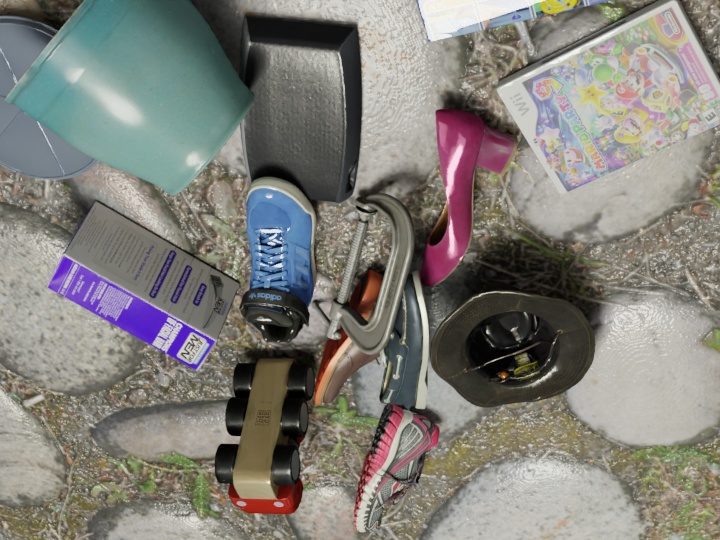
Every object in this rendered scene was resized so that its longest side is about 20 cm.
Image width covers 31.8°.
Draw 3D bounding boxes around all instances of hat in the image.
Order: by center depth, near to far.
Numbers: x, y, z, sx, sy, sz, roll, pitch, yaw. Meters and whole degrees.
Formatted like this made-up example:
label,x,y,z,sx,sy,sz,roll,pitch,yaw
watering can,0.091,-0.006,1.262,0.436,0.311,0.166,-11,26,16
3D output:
label,x,y,z,sx,sy,sz,roll,pitch,yaw
hat,0.168,0.065,1.423,0.197,0.082,0.202,-2,137,-2

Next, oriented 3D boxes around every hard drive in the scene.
label,x,y,z,sx,sy,sz,roll,pitch,yaw
hard drive,-0.066,-0.163,1.335,0.132,0.043,0.202,7,127,7

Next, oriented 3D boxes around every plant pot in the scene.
label,x,y,z,sx,sy,sz,roll,pitch,yaw
plant pot,-0.215,-0.183,1.251,0.188,0.201,0.199,41,124,-16

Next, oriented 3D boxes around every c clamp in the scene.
label,x,y,z,sx,sy,sz,roll,pitch,yaw
c clamp,0.000,0.000,1.398,0.027,0.171,0.202,4,119,-29

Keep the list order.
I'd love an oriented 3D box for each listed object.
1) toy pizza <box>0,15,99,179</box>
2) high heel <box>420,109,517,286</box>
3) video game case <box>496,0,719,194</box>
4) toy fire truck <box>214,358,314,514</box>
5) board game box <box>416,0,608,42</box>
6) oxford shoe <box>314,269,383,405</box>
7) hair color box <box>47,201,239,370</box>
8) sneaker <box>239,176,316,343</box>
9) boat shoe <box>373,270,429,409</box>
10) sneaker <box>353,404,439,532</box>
label,x,y,z,sx,sy,sz,roll,pitch,yaw
toy pizza,-0.360,-0.190,1.388,0.197,0.032,0.203,7,128,9
high heel,0.084,-0.075,1.345,0.095,0.068,0.201,19,123,-15
video game case,0.256,-0.172,1.273,0.198,0.018,0.144,-24,118,27
toy fire truck,-0.114,0.230,1.564,0.126,0.178,0.201,-2,140,13
board game box,0.141,-0.303,1.191,0.197,0.035,0.137,-9,123,18
oxford shoe,0.001,0.093,1.493,0.072,0.072,0.201,22,127,-10
hair color box,-0.249,0.018,1.467,0.198,0.110,0.065,29,127,-9
sneaker,-0.092,-0.001,1.390,0.075,0.112,0.201,7,142,9
boat shoe,0.046,0.080,1.415,0.061,0.076,0.202,-1,140,1
sneaker,0.040,0.262,1.601,0.074,0.081,0.202,17,127,-3
